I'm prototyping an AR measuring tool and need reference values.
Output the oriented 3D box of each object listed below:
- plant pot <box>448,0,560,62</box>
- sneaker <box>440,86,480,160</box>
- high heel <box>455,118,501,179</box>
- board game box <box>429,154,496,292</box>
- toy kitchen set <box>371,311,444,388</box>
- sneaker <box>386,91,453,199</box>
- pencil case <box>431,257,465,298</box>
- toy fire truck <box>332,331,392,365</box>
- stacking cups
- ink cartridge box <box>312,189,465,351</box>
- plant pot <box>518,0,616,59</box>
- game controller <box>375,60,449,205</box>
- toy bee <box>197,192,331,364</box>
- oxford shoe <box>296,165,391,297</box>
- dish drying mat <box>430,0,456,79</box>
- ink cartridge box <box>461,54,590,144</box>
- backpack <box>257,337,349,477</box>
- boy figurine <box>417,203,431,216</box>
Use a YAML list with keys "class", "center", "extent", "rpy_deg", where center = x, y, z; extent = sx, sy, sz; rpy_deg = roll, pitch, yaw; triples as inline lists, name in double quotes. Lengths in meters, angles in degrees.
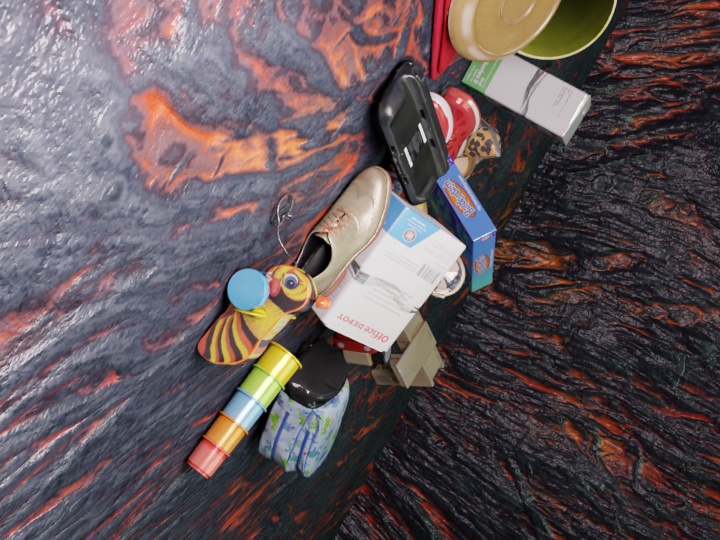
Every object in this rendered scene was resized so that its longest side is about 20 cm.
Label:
- class: "plant pot"
  center: [0.203, -0.359, 1.105]
  extent: [0.199, 0.028, 0.201]
  rpy_deg: [-27, 145, -20]
- class: "sneaker"
  center: [0.130, -0.199, 1.353]
  extent: [0.116, 0.078, 0.200]
  rpy_deg: [-56, 166, -19]
- class: "high heel"
  center: [0.191, -0.178, 1.482]
  extent: [0.071, 0.143, 0.201]
  rpy_deg: [-8, 132, -19]
- class: "board game box"
  center: [0.165, -0.072, 1.374]
  extent: [0.045, 0.153, 0.200]
  rpy_deg: [-26, 155, -5]
- class: "toy kitchen set"
  center: [0.073, 0.214, 2.079]
  extent: [0.163, 0.179, 0.201]
  rpy_deg: [-52, 126, -40]
- class: "sneaker"
  center: [0.073, -0.161, 1.228]
  extent: [0.113, 0.071, 0.201]
  rpy_deg: [-55, 169, -32]
- class: "pencil case"
  center: [0.126, 0.005, 1.452]
  extent: [0.200, 0.077, 0.091]
  rpy_deg: [-168, -99, -86]
- class: "toy fire truck"
  center: [0.024, 0.039, 1.416]
  extent: [0.177, 0.127, 0.201]
  rpy_deg: [-65, 153, -43]
- class: "stacking cups"
  center: [-0.166, 0.191, 1.159]
  extent: [0.200, 0.060, 0.061]
  rpy_deg: [-50, 165, -19]
- class: "ink cartridge box"
  center: [0.032, -0.001, 1.210]
  extent: [0.145, 0.084, 0.201]
  rpy_deg: [28, 102, -43]
- class: "plant pot"
  center: [0.288, -0.441, 1.253]
  extent: [0.201, 0.186, 0.188]
  rpy_deg: [-66, 177, -52]
- class: "game controller"
  center: [0.070, -0.177, 1.114]
  extent: [0.105, 0.042, 0.201]
  rpy_deg: [-52, 143, -20]
- class: "toy bee"
  center: [-0.095, 0.033, 0.939]
  extent: [0.131, 0.108, 0.201]
  rpy_deg: [-30, 148, -62]
- class: "oxford shoe"
  center: [-0.024, -0.052, 1.112]
  extent: [0.201, 0.070, 0.075]
  rpy_deg: [-62, 161, 0]
- class: "dish drying mat"
  center: [0.122, -0.340, 1.134]
  extent: [0.077, 0.018, 0.200]
  rpy_deg: [-57, 167, -16]
- class: "ink cartridge box"
  center: [0.287, -0.303, 1.438]
  extent: [0.085, 0.199, 0.146]
  rpy_deg: [-60, 167, 11]
- class: "backpack"
  center: [-0.094, 0.239, 1.379]
  extent: [0.200, 0.153, 0.163]
  rpy_deg: [-51, 179, 26]
- class: "boy figurine"
  center: [0.084, -0.089, 1.420]
  extent: [0.200, 0.064, 0.126]
  rpy_deg: [26, 64, -76]
